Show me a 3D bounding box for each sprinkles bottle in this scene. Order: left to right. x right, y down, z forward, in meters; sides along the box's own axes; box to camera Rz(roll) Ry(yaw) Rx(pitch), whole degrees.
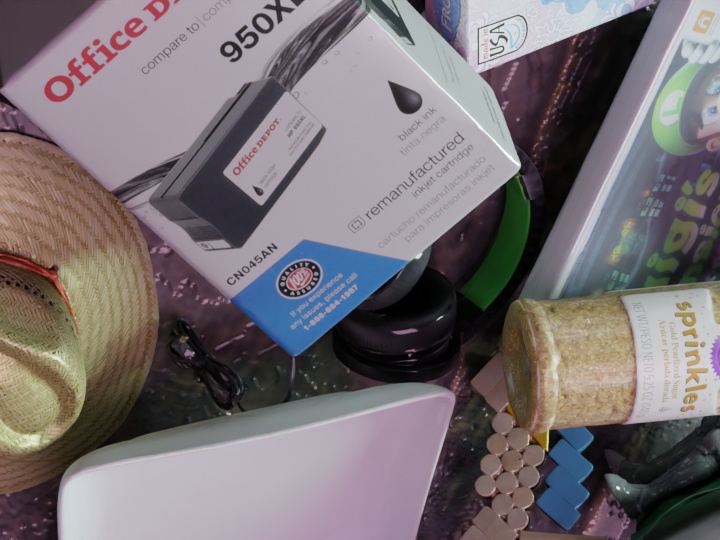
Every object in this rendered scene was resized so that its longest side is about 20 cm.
[{"bbox_3d":[0.172,0.039,1.388,0.199,0.068,0.069,-5,116,-12],"label":"sprinkles bottle"}]

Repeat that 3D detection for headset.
[{"bbox_3d":[0.000,0.000,1.409,0.200,0.094,0.124,-38,135,-15],"label":"headset"}]

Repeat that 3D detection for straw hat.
[{"bbox_3d":[-0.174,0.040,1.346,0.200,0.085,0.202,-8,117,-17],"label":"straw hat"}]

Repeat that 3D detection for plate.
[{"bbox_3d":[-0.062,0.122,1.419,0.199,0.032,0.200,-13,148,-16],"label":"plate"}]

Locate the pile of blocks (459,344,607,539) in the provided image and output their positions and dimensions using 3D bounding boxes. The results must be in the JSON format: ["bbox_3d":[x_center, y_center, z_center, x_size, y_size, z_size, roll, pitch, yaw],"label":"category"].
[{"bbox_3d":[0.089,0.129,1.468,0.082,0.062,0.201,7,85,5],"label":"pile of blocks"}]

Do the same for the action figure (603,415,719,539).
[{"bbox_3d":[0.223,0.071,1.477,0.199,0.118,0.055,-29,102,10],"label":"action figure"}]

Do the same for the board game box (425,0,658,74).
[{"bbox_3d":[0.121,-0.212,1.317,0.198,0.043,0.201,-22,134,-22],"label":"board game box"}]

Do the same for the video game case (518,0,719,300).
[{"bbox_3d":[0.180,-0.043,1.444,0.181,0.023,0.201,9,112,-44],"label":"video game case"}]

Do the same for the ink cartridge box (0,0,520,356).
[{"bbox_3d":[-0.048,-0.082,1.270,0.144,0.084,0.200,-40,119,14],"label":"ink cartridge box"}]

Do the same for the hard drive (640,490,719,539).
[{"bbox_3d":[0.197,0.131,1.454,0.131,0.200,0.026,-27,91,19],"label":"hard drive"}]

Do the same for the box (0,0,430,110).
[{"bbox_3d":[-0.080,-0.127,1.327,0.199,0.044,0.161,26,103,-29],"label":"box"}]
